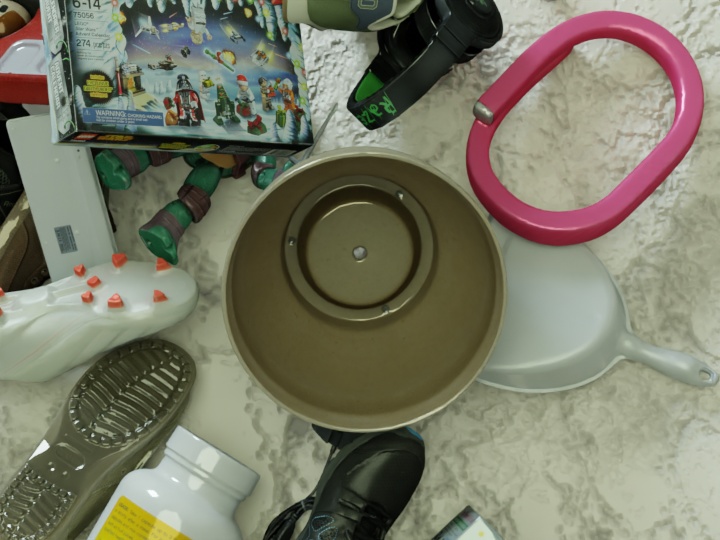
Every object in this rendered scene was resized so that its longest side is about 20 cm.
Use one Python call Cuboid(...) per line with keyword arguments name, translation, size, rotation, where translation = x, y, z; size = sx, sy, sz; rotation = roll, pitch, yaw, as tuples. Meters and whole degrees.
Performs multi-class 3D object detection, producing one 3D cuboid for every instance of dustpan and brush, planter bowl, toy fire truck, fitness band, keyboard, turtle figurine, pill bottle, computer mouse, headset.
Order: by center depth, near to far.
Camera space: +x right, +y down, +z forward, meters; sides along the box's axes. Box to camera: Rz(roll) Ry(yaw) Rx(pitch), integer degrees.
Cuboid(name="planter bowl", translation=(0.000, 0.000, 1.434), size=(0.198, 0.135, 0.202), rotation=(-1, 105, -3))
Cuboid(name="pill bottle", translation=(-0.154, 0.219, 1.457), size=(0.104, 0.104, 0.201), rotation=(29, 85, 11))
Cuboid(name="dustpan and brush", translation=(0.173, 0.043, 1.484), size=(0.198, 0.057, 0.141), rotation=(18, 71, 16))
Cuboid(name="toy fire truck", translation=(-0.232, -0.184, 1.488), size=(0.198, 0.113, 0.168), rotation=(6, 42, 25))
Cuboid(name="computer mouse", translation=(-0.026, 0.138, 1.493), size=(0.058, 0.034, 0.201), rotation=(23, 84, 9))
Cuboid(name="keyboard", translation=(-0.214, -0.026, 1.498), size=(0.056, 0.011, 0.202), rotation=(-8, 116, 9))
Cuboid(name="fitness band", translation=(0.170, -0.109, 1.499), size=(0.143, 0.037, 0.200), rotation=(41, 74, 15))
Cuboid(name="headset", translation=(0.071, -0.177, 1.506), size=(0.094, 0.123, 0.201), rotation=(42, 68, -15))
Cuboid(name="turtle figurine", translation=(-0.099, -0.103, 1.511), size=(0.200, 0.101, 0.150), rotation=(-40, 88, -20))

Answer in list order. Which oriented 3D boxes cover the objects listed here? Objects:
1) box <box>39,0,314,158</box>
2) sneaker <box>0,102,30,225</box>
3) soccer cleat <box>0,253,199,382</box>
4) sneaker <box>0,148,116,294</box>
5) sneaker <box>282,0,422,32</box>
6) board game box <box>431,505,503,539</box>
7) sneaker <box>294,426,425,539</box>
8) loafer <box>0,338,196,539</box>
Cuboid(name="box", translation=(-0.129, -0.154, 1.408), size=(0.199, 0.040, 0.138), rotation=(0, 77, -37))
Cuboid(name="sneaker", translation=(-0.329, -0.125, 1.542), size=(0.199, 0.076, 0.114), rotation=(45, 106, 9))
Cuboid(name="soccer cleat", translation=(-0.212, 0.041, 1.490), size=(0.198, 0.078, 0.070), rotation=(-10, 39, 8))
Cuboid(name="sneaker", translation=(-0.231, -0.033, 1.530), size=(0.075, 0.070, 0.201), rotation=(30, 90, -4))
Cuboid(name="sneaker", translation=(0.008, -0.206, 1.470), size=(0.089, 0.200, 0.068), rotation=(6, 102, 12))
Cuboid(name="board game box", translation=(0.028, 0.258, 1.404), size=(0.200, 0.148, 0.064), rotation=(-44, 87, -2))
Cuboid(name="sneaker", translation=(-0.012, 0.205, 1.447), size=(0.073, 0.082, 0.201), rotation=(36, 92, -32))
Cuboid(name="loafer", translation=(-0.201, 0.134, 1.499), size=(0.076, 0.068, 0.200), rotation=(39, 70, 13))
